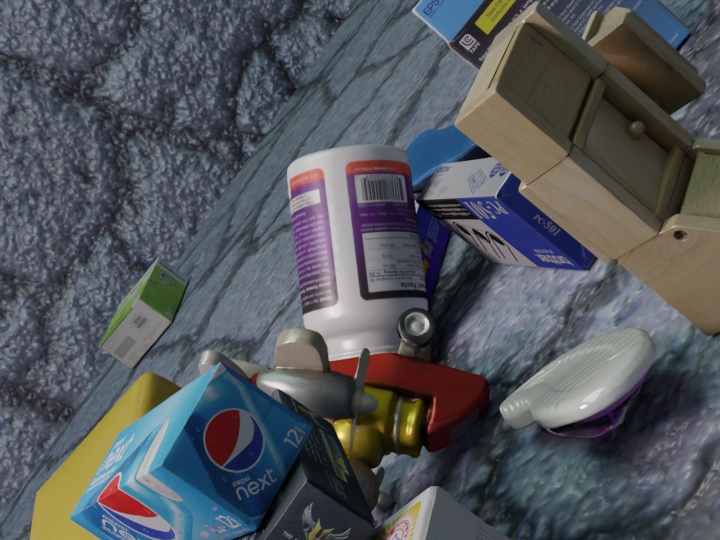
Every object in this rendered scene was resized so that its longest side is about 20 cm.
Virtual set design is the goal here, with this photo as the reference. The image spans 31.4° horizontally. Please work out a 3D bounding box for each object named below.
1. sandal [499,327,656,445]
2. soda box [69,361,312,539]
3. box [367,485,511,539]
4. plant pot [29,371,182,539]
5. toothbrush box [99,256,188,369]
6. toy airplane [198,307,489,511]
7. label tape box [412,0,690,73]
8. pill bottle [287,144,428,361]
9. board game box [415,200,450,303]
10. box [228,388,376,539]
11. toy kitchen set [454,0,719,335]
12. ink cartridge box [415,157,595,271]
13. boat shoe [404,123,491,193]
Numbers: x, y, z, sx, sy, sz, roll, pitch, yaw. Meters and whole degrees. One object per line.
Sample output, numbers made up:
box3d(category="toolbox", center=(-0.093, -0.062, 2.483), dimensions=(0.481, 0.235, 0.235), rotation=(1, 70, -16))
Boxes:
box3d(category="sandal", center=(0.140, 0.077, 0.774), dimensions=(0.082, 0.050, 0.203), rotation=(-40, -1, -7))
box3d(category="soda box", center=(-0.105, 0.119, 0.744), dimensions=(0.068, 0.064, 0.200), rotation=(-61, 13, -29))
box3d(category="box", center=(0.013, 0.222, 0.681), dimensions=(0.200, 0.112, 0.102), rotation=(-45, 15, 38))
box3d(category="plant pot", center=(-0.166, 0.249, 1.074), dimensions=(0.194, 0.195, 0.201), rotation=(-46, 21, 26))
box3d(category="toothbrush box", center=(-0.440, 0.085, 2.619), dimensions=(0.146, 0.086, 0.200), rotation=(-47, 13, 21))
box3d(category="toy airplane", center=(-0.028, 0.116, 0.935), dimensions=(0.199, 0.199, 0.142), rotation=(-35, 50, 35))
box3d(category="label tape box", center=(0.160, -0.215, 1.102), dimensions=(0.144, 0.200, 0.066), rotation=(-50, 13, 9))
box3d(category="pill bottle", center=(0.000, 0.000, 1.122), dimensions=(0.111, 0.110, 0.202), rotation=(157, 108, -64))
box3d(category="board game box", center=(0.020, 0.030, 1.291), dimensions=(0.134, 0.045, 0.201), rotation=(-43, 17, 36))
box3d(category="box", center=(-0.067, 0.166, 0.746), dimensions=(0.158, 0.051, 0.200), rotation=(-56, 12, 2))
box3d(category="toy kitchen set", center=(0.197, -0.110, 0.708), dimensions=(0.180, 0.199, 0.164), rotation=(-36, 21, 50))
box3d(category="ink cartridge box", center=(0.119, -0.047, 1.044), dimensions=(0.044, 0.094, 0.200), rotation=(-54, 14, -7))
box3d(category="boat shoe", center=(0.099, -0.105, 1.332), dimensions=(0.200, 0.068, 0.085), rotation=(-4, 63, 66))
